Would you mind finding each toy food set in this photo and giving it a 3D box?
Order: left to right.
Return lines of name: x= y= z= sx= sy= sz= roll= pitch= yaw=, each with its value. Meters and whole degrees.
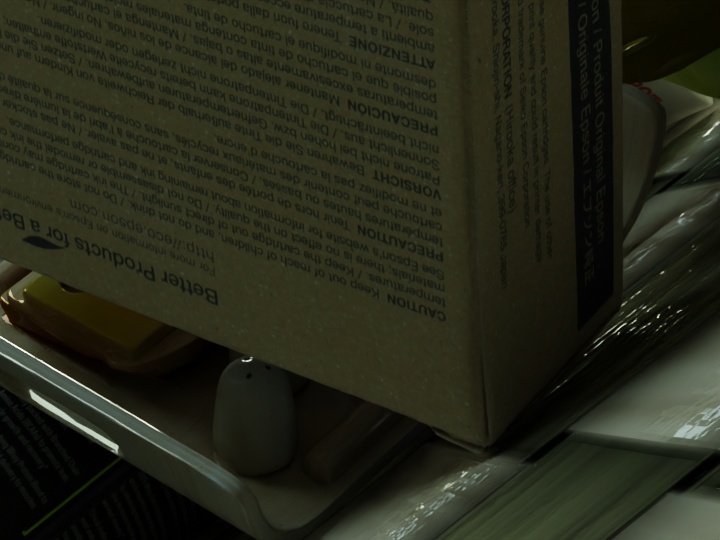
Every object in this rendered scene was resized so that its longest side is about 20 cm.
toy food set: x=-0.024 y=-0.017 z=0.816 sx=0.200 sy=0.143 sz=0.061 roll=-39 pitch=-37 yaw=-36

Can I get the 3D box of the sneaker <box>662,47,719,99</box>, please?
sneaker: x=0.126 y=-0.141 z=0.923 sx=0.074 sy=0.083 sz=0.201 roll=-11 pitch=56 yaw=44

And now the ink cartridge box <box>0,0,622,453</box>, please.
ink cartridge box: x=-0.033 y=-0.067 z=0.714 sx=0.199 sy=0.165 sz=0.075 roll=20 pitch=42 yaw=29

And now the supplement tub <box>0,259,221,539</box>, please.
supplement tub: x=-0.115 y=0.059 z=0.883 sx=0.200 sy=0.123 sz=0.122 roll=-38 pitch=5 yaw=-23

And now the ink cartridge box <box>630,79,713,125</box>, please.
ink cartridge box: x=0.045 y=-0.085 z=1.010 sx=0.199 sy=0.068 sz=0.116 roll=-26 pitch=-35 yaw=24

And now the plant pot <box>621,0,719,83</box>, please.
plant pot: x=0.069 y=-0.157 z=0.773 sx=0.199 sy=0.177 sz=0.200 roll=-29 pitch=-11 yaw=30
